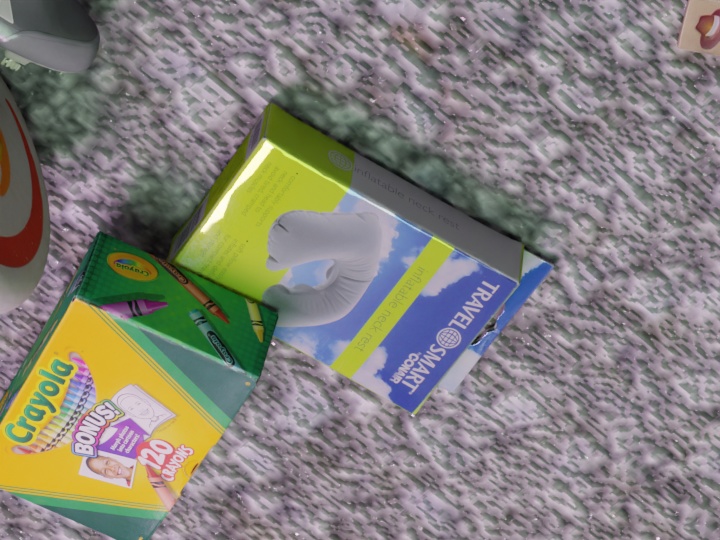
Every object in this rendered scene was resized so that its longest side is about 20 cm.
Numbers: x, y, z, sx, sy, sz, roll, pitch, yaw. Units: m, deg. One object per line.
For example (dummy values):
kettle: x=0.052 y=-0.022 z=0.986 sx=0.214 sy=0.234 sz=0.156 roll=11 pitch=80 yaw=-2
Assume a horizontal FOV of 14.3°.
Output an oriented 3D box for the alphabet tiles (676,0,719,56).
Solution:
alphabet tiles: x=0.243 y=-0.198 z=1.555 sx=0.167 sy=0.008 sz=0.200 roll=10 pitch=125 yaw=-2

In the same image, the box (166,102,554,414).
box: x=0.000 y=0.000 z=1.688 sx=0.200 sy=0.048 sz=0.122 roll=29 pitch=122 yaw=-14

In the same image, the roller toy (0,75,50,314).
roller toy: x=-0.262 y=-0.051 z=1.595 sx=0.140 sy=0.200 sz=0.182 roll=-20 pitch=156 yaw=18

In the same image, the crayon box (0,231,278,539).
crayon box: x=-0.144 y=0.075 z=1.717 sx=0.119 sy=0.058 sz=0.200 roll=25 pitch=137 yaw=-10

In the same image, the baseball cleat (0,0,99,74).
baseball cleat: x=-0.205 y=-0.192 z=1.560 sx=0.200 sy=0.070 sz=0.106 roll=37 pitch=120 yaw=-20
